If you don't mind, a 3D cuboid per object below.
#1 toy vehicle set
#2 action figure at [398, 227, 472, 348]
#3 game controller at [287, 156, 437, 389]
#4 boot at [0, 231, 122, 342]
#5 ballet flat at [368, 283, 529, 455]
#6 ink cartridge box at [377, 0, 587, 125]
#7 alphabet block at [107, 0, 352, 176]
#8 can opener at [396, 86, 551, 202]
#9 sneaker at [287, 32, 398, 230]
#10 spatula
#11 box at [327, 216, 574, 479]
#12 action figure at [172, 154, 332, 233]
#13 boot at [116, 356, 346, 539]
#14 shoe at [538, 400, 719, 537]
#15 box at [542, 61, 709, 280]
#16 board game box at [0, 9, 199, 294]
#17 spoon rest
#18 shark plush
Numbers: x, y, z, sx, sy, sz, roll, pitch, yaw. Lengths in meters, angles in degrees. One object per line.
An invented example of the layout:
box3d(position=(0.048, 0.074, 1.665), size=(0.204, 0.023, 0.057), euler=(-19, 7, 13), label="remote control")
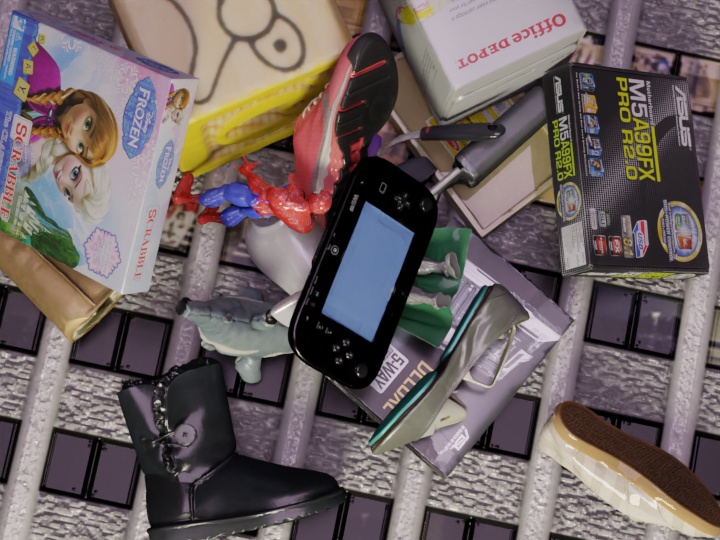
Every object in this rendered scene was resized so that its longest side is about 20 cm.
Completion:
box3d(position=(0.110, -0.147, 1.543), size=(0.124, 0.027, 0.201), euler=(-35, 83, -7), label="toy vehicle set")
box3d(position=(0.000, 0.000, 1.470), size=(0.198, 0.055, 0.119), euler=(8, 68, 30), label="action figure")
box3d(position=(0.003, 0.001, 1.377), size=(0.104, 0.042, 0.202), euler=(35, 70, -40), label="game controller")
box3d(position=(-0.343, -0.005, 1.487), size=(0.200, 0.066, 0.175), euler=(42, 82, 4), label="boot")
box3d(position=(0.088, 0.103, 1.429), size=(0.063, 0.067, 0.201), euler=(38, 80, -2), label="ballet flat")
box3d(position=(0.103, -0.265, 1.475), size=(0.144, 0.145, 0.202), euler=(-24, 81, -6), label="ink cartridge box")
box3d(position=(-0.128, -0.232, 1.466), size=(0.194, 0.196, 0.202), euler=(-23, 82, -4), label="alphabet block")
box3d(position=(0.099, -0.117, 1.497), size=(0.200, 0.053, 0.067), euler=(-41, 83, -9), label="can opener")
box3d(position=(-0.029, -0.133, 1.397), size=(0.073, 0.202, 0.087), euler=(-22, 49, -40), label="sneaker")
box3d(position=(0.048, -0.126, 1.494), size=(0.198, 0.021, 0.057), euler=(-5, 41, 27), label="spatula")
box3d(position=(0.085, 0.076, 1.492), size=(0.157, 0.050, 0.200), euler=(41, 81, 6), label="box")
box3d(position=(-0.095, -0.067, 1.436), size=(0.065, 0.199, 0.052), euler=(48, 66, -35), label="action figure")
box3d(position=(-0.124, 0.163, 1.457), size=(0.198, 0.076, 0.170), euler=(-11, 85, 3), label="boot")
box3d(position=(0.260, 0.199, 1.480), size=(0.199, 0.070, 0.054), euler=(34, 123, 0), label="shoe")
box3d(position=(0.259, -0.094, 1.493), size=(0.159, 0.044, 0.203), euler=(3, 78, -32), label="box")
box3d(position=(-0.253, -0.109, 1.384), size=(0.198, 0.041, 0.202), euler=(24, 108, 28), label="board game box")
box3d(position=(-0.064, -0.013, 1.457), size=(0.099, 0.201, 0.061), euler=(-29, 126, 14), label="spoon rest")
box3d(position=(-0.106, 0.038, 1.434), size=(0.082, 0.200, 0.092), euler=(-4, 67, 29), label="shark plush")
